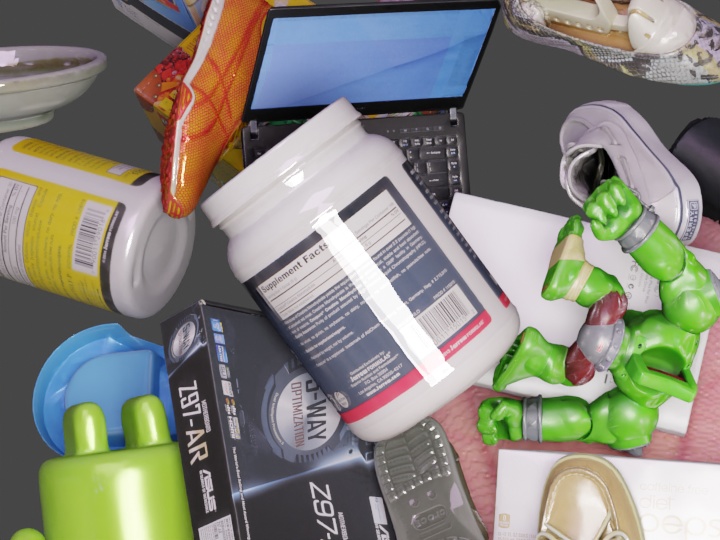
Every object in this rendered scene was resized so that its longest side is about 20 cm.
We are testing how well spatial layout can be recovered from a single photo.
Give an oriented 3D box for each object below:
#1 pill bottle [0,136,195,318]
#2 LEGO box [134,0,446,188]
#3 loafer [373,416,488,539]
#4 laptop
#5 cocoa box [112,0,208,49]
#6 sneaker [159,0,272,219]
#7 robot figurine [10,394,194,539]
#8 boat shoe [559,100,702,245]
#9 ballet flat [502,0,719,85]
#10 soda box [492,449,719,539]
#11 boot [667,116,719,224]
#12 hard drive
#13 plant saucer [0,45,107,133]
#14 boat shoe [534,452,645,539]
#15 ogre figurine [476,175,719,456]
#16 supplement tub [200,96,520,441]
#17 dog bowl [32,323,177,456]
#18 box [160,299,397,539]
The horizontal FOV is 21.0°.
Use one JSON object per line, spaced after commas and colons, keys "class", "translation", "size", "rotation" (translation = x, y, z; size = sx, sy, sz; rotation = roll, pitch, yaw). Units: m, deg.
{"class": "pill bottle", "translation": [-0.237, -0.041, 1.501], "size": [0.199, 0.111, 0.112], "rotation": [17, 66, 20]}
{"class": "LEGO box", "translation": [-0.052, -0.122, 1.524], "size": [0.200, 0.077, 0.149], "rotation": [36, 75, 27]}
{"class": "loafer", "translation": [0.063, 0.197, 1.323], "size": [0.075, 0.070, 0.201], "rotation": [-18, 62, 16]}
{"class": "laptop", "translation": [0.012, -0.085, 1.393], "size": [0.176, 0.103, 0.201], "rotation": [-5, 91, -18]}
{"class": "cocoa box", "translation": [-0.112, -0.292, 1.601], "size": [0.133, 0.131, 0.200], "rotation": [36, 74, 27]}
{"class": "sneaker", "translation": [-0.100, -0.126, 1.448], "size": [0.077, 0.073, 0.201], "rotation": [20, 65, -7]}
{"class": "robot figurine", "translation": [-0.158, 0.188, 1.334], "size": [0.174, 0.116, 0.201], "rotation": [-5, 86, -19]}
{"class": "boat shoe", "translation": [0.177, -0.075, 1.404], "size": [0.065, 0.074, 0.200], "rotation": [0, 19, -18]}
{"class": "ballet flat", "translation": [0.199, -0.195, 1.514], "size": [0.199, 0.072, 0.072], "rotation": [17, 66, 20]}
{"class": "soda box", "translation": [0.191, 0.160, 1.310], "size": [0.199, 0.064, 0.069], "rotation": [3, 85, 15]}
{"class": "boot", "translation": [0.274, -0.038, 1.352], "size": [0.168, 0.200, 0.077], "rotation": [40, 112, 26]}
{"class": "hard drive", "translation": [0.148, 0.030, 1.391], "size": [0.199, 0.026, 0.133], "rotation": [13, 79, 9]}
{"class": "plant saucer", "translation": [-0.301, -0.142, 1.565], "size": [0.199, 0.200, 0.051], "rotation": [0, 106, 13]}
{"class": "boat shoe", "translation": [0.144, 0.220, 1.254], "size": [0.073, 0.063, 0.202], "rotation": [2, 90, 15]}
{"class": "ogre figurine", "translation": [0.168, 0.048, 1.316], "size": [0.119, 0.098, 0.201], "rotation": [25, 92, -5]}
{"class": "supplement tub", "translation": [0.000, 0.000, 1.307], "size": [0.140, 0.140, 0.200], "rotation": [-37, 93, -9]}
{"class": "dog bowl", "translation": [-0.140, 0.096, 1.440], "size": [0.199, 0.050, 0.112], "rotation": [-6, 61, 9]}
{"class": "box", "translation": [-0.052, 0.130, 1.323], "size": [0.043, 0.160, 0.201], "rotation": [-27, 63, 35]}
